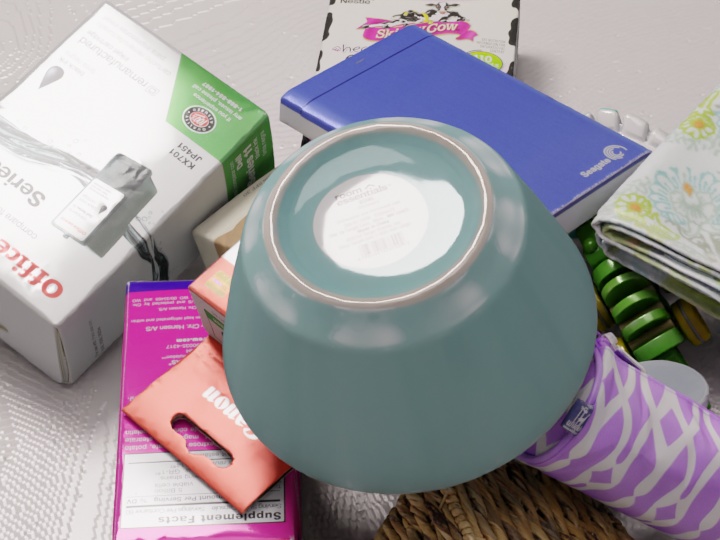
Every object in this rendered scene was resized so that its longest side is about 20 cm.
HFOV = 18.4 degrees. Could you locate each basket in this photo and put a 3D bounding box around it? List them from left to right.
[{"bbox_3d":[0.083,0.217,1.177,0.142,0.149,0.200,12,35,-35],"label":"basket"}]

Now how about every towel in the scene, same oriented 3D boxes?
[{"bbox_3d":[0.260,-0.042,1.340,0.171,0.048,0.200,32,56,23],"label":"towel"}]

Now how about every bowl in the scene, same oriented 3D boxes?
[{"bbox_3d":[0.018,0.001,1.124,0.200,0.105,0.201,-5,55,7],"label":"bowl"}]

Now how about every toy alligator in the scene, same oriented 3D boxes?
[{"bbox_3d":[0.159,0.001,1.365,0.059,0.054,0.200,-31,62,12],"label":"toy alligator"}]

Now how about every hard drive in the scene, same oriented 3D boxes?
[{"bbox_3d":[0.066,-0.085,1.402,0.200,0.025,0.132,32,45,30],"label":"hard drive"}]

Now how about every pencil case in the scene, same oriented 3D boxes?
[{"bbox_3d":[0.167,0.098,1.209,0.086,0.200,0.084,-61,32,0],"label":"pencil case"}]

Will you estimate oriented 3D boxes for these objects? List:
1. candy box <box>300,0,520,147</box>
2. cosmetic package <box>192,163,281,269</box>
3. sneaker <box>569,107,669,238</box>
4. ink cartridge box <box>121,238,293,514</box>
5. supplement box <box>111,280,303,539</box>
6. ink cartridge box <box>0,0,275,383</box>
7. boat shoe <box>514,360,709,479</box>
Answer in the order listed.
[{"bbox_3d":[0.037,-0.117,1.509,0.136,0.061,0.200,4,43,4],"label":"candy box"},{"bbox_3d":[0.000,0.000,1.344,0.105,0.071,0.200,-38,36,-25],"label":"cosmetic package"},{"bbox_3d":[0.214,-0.030,1.427,0.200,0.078,0.091,19,65,24],"label":"sneaker"},{"bbox_3d":[-0.031,0.027,1.211,0.200,0.050,0.109,-42,57,-19],"label":"ink cartridge box"},{"bbox_3d":[-0.085,0.109,1.263,0.103,0.101,0.200,-2,45,1],"label":"supplement box"},{"bbox_3d":[-0.172,-0.050,1.399,0.146,0.083,0.200,35,67,17],"label":"ink cartridge box"},{"bbox_3d":[0.108,0.106,1.278,0.199,0.068,0.074,-14,36,-25],"label":"boat shoe"}]
